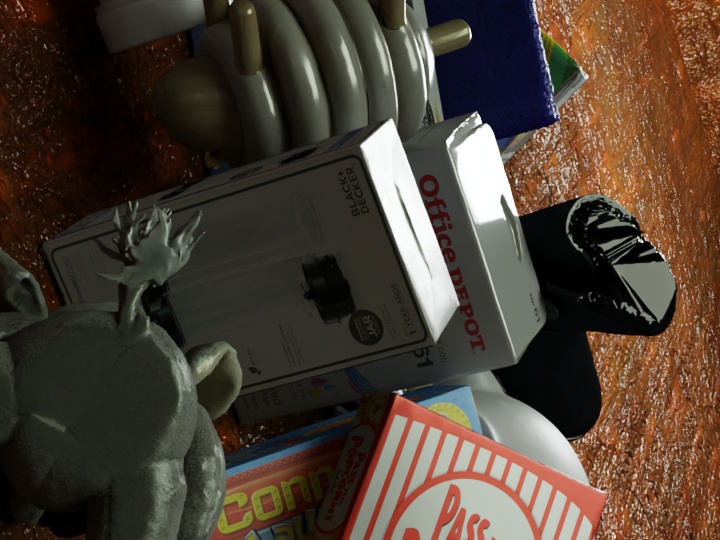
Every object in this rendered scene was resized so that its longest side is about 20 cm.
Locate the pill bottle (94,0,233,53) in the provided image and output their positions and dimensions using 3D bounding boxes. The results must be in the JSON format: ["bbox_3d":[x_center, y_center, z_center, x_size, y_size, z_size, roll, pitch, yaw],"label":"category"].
[{"bbox_3d":[-0.141,-0.236,0.923,0.112,0.112,0.201,-43,117,-64],"label":"pill bottle"}]

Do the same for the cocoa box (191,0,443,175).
[{"bbox_3d":[-0.032,-0.159,1.102,0.131,0.133,0.201,18,60,-62],"label":"cocoa box"}]

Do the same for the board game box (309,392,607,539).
[{"bbox_3d":[0.037,0.189,0.873,0.151,0.046,0.201,26,75,-21],"label":"board game box"}]

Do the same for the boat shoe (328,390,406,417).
[{"bbox_3d":[-0.011,0.035,1.114,0.200,0.071,0.091,56,25,-43],"label":"boat shoe"}]

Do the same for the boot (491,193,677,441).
[{"bbox_3d":[0.148,0.040,1.069,0.076,0.168,0.201,-42,111,-27],"label":"boot"}]

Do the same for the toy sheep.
[{"bbox_3d":[-0.024,-0.116,0.907,0.138,0.199,0.139,164,-90,-74],"label":"toy sheep"}]

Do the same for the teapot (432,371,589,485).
[{"bbox_3d":[0.052,0.159,1.048,0.200,0.197,0.146,53,4,41],"label":"teapot"}]

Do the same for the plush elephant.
[{"bbox_3d":[-0.135,0.067,0.741,0.201,0.164,0.155,-64,-174,-11],"label":"plush elephant"}]

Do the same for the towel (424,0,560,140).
[{"bbox_3d":[0.042,-0.157,1.191,0.050,0.199,0.148,18,61,-75],"label":"towel"}]

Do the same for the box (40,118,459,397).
[{"bbox_3d":[-0.060,0.003,0.858,0.117,0.199,0.060,68,22,-13],"label":"box"}]

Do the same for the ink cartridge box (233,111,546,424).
[{"bbox_3d":[0.000,0.000,0.997,0.145,0.199,0.085,70,23,-11],"label":"ink cartridge box"}]

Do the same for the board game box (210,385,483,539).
[{"bbox_3d":[-0.005,0.188,0.911,0.199,0.056,0.197,-17,93,-25],"label":"board game box"}]

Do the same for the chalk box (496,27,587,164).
[{"bbox_3d":[0.071,-0.130,1.282,0.124,0.200,0.124,45,10,5],"label":"chalk box"}]

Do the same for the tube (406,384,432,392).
[{"bbox_3d":[0.054,0.064,1.290,0.058,0.052,0.201,114,-22,-53],"label":"tube"}]
